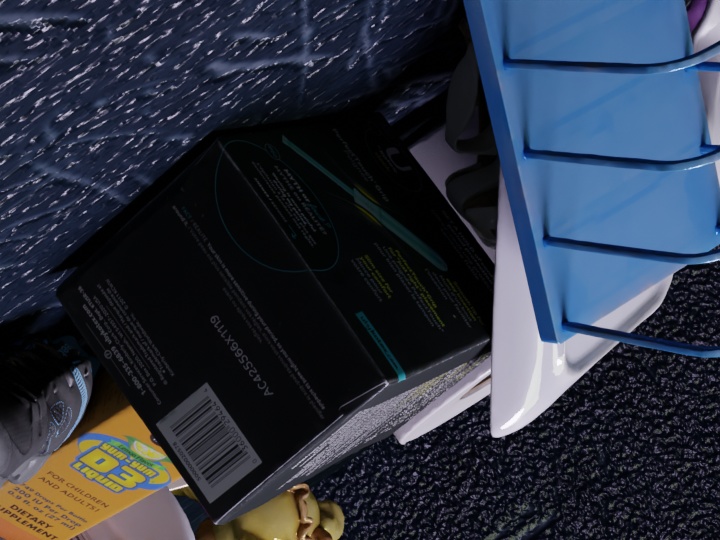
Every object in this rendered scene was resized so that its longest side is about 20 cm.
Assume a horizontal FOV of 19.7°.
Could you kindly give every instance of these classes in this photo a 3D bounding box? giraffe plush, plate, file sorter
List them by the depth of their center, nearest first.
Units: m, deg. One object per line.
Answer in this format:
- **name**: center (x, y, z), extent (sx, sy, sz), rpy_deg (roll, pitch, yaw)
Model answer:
- **file sorter**: center (0.155, -0.076, 0.998), extent (0.139, 0.200, 0.123), rpy_deg (-29, -156, -35)
- **plate**: center (0.133, -0.031, 1.128), extent (0.199, 0.032, 0.200), rpy_deg (-33, 131, -49)
- **giraffe plush**: center (-0.095, 0.163, 1.600), extent (0.172, 0.162, 0.200), rpy_deg (-30, 171, -27)

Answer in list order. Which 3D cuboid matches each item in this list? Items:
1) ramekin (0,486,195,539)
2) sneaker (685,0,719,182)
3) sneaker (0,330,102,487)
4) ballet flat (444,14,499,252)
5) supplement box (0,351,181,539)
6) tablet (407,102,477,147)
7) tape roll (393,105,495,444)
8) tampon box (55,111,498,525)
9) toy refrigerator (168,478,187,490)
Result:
- **ramekin**: center (-0.197, 0.195, 1.287), extent (0.200, 0.201, 0.098), rpy_deg (-28, 158, -37)
- **sneaker**: center (0.221, -0.102, 1.248), extent (0.099, 0.200, 0.075), rpy_deg (10, -176, -29)
- **sneaker**: center (-0.184, 0.063, 1.065), extent (0.082, 0.073, 0.200), rpy_deg (-48, 179, -1)
- **ballet flat**: center (0.076, -0.066, 1.130), extent (0.065, 0.071, 0.200), rpy_deg (-17, 128, -18)
- **supplement box**: center (-0.147, 0.093, 1.183), extent (0.200, 0.066, 0.069), rpy_deg (-33, -145, 38)
- **tablet**: center (0.101, -0.116, 1.321), extent (0.200, 0.014, 0.130), rpy_deg (-37, 172, 19)
- **tape roll**: center (0.069, -0.004, 1.305), extent (0.202, 0.139, 0.203), rpy_deg (-33, 172, -5)
- **tampon box**: center (-0.029, 0.018, 1.085), extent (0.126, 0.150, 0.200), rpy_deg (-40, 170, 24)
- **toy refrigerator**: center (-0.059, 0.092, 1.430), extent (0.200, 0.076, 0.070), rpy_deg (-15, 178, -10)
